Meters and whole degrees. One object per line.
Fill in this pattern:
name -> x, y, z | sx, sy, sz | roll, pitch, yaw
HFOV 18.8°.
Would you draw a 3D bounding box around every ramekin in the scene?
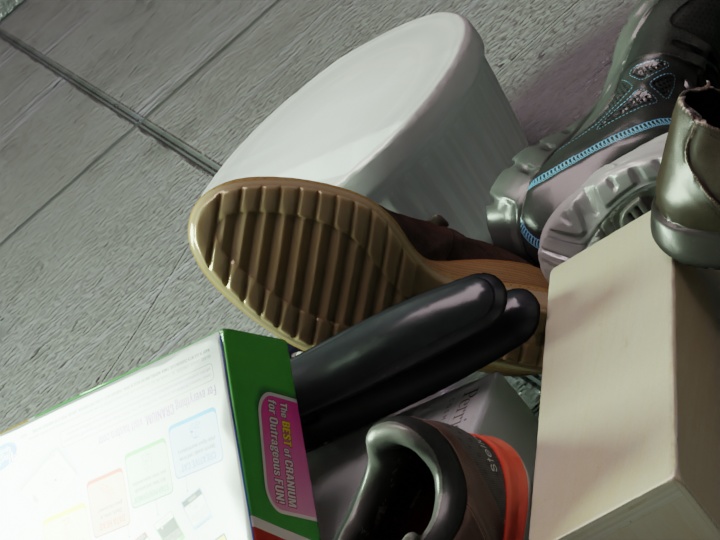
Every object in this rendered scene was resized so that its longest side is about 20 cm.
ramekin -> 0.007, -0.046, 1.232 | 0.202, 0.094, 0.203 | -34, 20, 14

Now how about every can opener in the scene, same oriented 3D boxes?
can opener -> -0.012, 0.053, 0.911 | 0.199, 0.079, 0.063 | -28, -19, 20

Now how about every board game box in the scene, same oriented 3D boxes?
board game box -> -0.080, 0.143, 0.866 | 0.152, 0.040, 0.202 | -24, 67, 35

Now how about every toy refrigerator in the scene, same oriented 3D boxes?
toy refrigerator -> 0.112, 0.062, 0.830 | 0.070, 0.076, 0.200 | -31, 22, 22

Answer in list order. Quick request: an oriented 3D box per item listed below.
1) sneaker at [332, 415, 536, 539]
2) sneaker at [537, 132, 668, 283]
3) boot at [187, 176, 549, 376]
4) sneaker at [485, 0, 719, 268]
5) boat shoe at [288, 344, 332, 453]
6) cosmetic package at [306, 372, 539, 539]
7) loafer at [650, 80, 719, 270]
sneaker -> 0.003, 0.143, 0.751 | 0.077, 0.082, 0.202 | -6, 64, 35
sneaker -> 0.172, -0.046, 0.981 | 0.199, 0.078, 0.099 | -26, 15, 10
boot -> 0.000, 0.000, 1.021 | 0.166, 0.199, 0.073 | -148, 77, -72
sneaker -> 0.152, -0.071, 1.083 | 0.082, 0.073, 0.200 | 19, 65, 49
boat shoe -> -0.035, 0.064, 1.067 | 0.093, 0.075, 0.200 | -40, 8, -10
cosmetic package -> -0.011, 0.129, 0.914 | 0.199, 0.071, 0.102 | -26, 23, 33
loafer -> 0.203, -0.041, 0.810 | 0.198, 0.072, 0.073 | -3, 30, 17
